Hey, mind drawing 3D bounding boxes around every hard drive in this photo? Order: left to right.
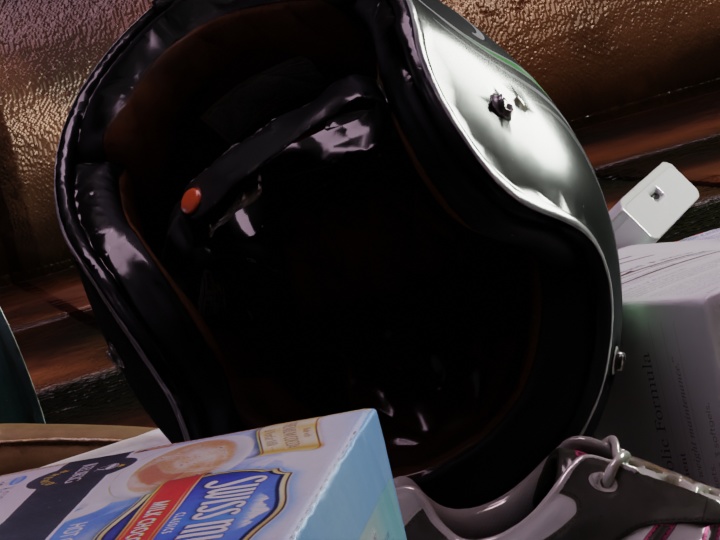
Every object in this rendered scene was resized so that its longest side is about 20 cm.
[{"bbox_3d":[0.070,0.037,1.285,0.200,0.026,0.132,-46,-4,18],"label":"hard drive"}]

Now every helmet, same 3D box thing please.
[{"bbox_3d":[0.000,0.000,0.995,0.199,0.191,0.201,-21,43,21],"label":"helmet"}]

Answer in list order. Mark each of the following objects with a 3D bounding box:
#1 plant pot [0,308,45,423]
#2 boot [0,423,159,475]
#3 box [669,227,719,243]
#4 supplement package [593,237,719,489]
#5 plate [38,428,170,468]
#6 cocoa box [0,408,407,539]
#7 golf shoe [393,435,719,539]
[{"bbox_3d":[-0.298,0.078,1.546,0.195,0.201,0.200,-25,10,-19],"label":"plant pot"},{"bbox_3d":[-0.119,0.120,1.228,0.199,0.067,0.175,4,-28,9],"label":"boot"},{"bbox_3d":[0.245,0.010,1.272,0.199,0.096,0.100,-17,7,-22],"label":"box"},{"bbox_3d":[0.129,0.052,1.088,0.109,0.115,0.200,-17,5,-28],"label":"supplement package"},{"bbox_3d":[-0.081,0.116,1.006,0.199,0.033,0.199,-17,32,-33],"label":"plate"},{"bbox_3d":[-0.053,0.128,0.737,0.130,0.134,0.200,-12,7,9],"label":"cocoa box"},{"bbox_3d":[0.101,0.094,0.915,0.199,0.089,0.077,-13,5,-2],"label":"golf shoe"}]
